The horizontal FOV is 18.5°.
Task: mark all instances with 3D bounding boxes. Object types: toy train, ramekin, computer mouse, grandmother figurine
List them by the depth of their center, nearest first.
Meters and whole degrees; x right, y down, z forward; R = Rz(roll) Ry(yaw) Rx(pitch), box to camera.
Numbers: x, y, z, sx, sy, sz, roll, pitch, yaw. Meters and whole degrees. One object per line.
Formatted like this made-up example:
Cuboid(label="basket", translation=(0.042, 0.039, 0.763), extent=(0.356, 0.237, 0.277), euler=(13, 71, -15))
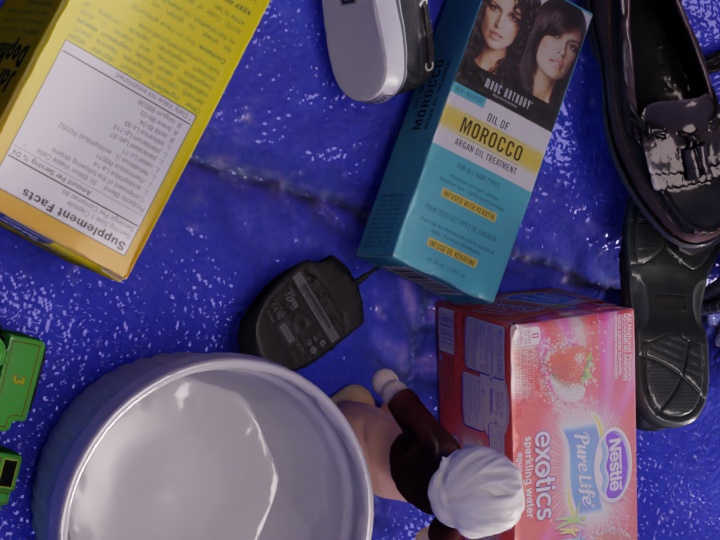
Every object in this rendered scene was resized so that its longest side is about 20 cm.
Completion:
Cuboid(label="toy train", translation=(-0.231, 0.126, 1.292), extent=(0.056, 0.042, 0.201), euler=(14, 92, -37))
Cuboid(label="ramekin", translation=(-0.102, 0.143, 1.319), extent=(0.199, 0.105, 0.201), euler=(-4, 99, -25))
Cuboid(label="grandmother figurine", translation=(0.036, 0.115, 1.328), extent=(0.060, 0.200, 0.122), euler=(-34, 111, -17))
Cuboid(label="computer mouse", translation=(0.000, 0.000, 1.393), extent=(0.200, 0.034, 0.059), euler=(-35, 105, -24))

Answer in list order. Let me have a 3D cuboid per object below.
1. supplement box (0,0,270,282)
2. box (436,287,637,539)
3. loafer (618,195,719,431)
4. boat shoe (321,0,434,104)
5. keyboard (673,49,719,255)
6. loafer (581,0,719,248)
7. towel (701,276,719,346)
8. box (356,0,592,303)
Cuboid(label="supplement box", translation=(-0.150, -0.111, 1.254), extent=(0.109, 0.109, 0.200), euler=(30, 84, -26))
Cuboid(label="box", translation=(0.114, 0.118, 1.422), extent=(0.094, 0.103, 0.201), euler=(-6, 100, -25))
Cuboid(label="loafer", translation=(0.197, 0.009, 1.469), extent=(0.072, 0.063, 0.201), euler=(11, 74, -17))
Cuboid(label="boat shoe", translation=(0.008, -0.204, 1.348), extent=(0.057, 0.068, 0.201), euler=(-16, 107, -43))
Cuboid(label="keyboard", translation=(0.264, -0.100, 1.480), extent=(0.200, 0.021, 0.127), euler=(-25, 87, -28))
Cuboid(label="loafer", translation=(0.192, -0.114, 1.408), extent=(0.072, 0.063, 0.201), euler=(-14, 80, -17))
Cuboid(label="towel", translation=(0.320, -0.014, 1.459), extent=(0.165, 0.200, 0.086), euler=(-38, 83, -21))
Cuboid(label="box", translation=(0.073, -0.086, 1.385), extent=(0.082, 0.049, 0.201), euler=(24, 79, -27))
